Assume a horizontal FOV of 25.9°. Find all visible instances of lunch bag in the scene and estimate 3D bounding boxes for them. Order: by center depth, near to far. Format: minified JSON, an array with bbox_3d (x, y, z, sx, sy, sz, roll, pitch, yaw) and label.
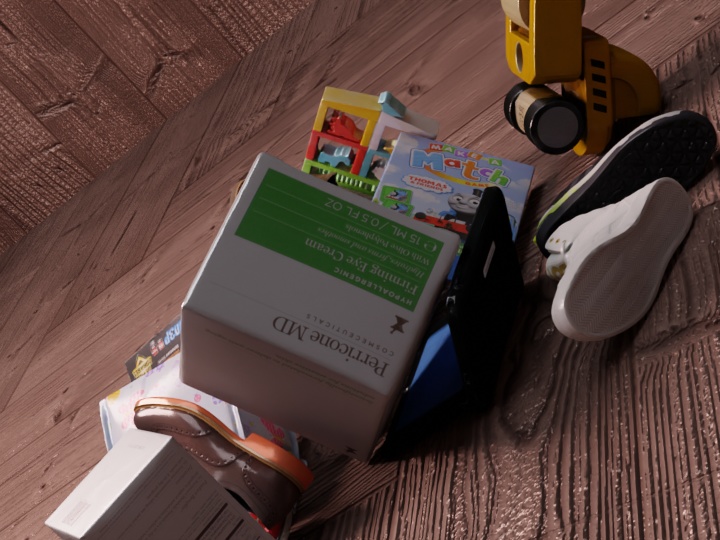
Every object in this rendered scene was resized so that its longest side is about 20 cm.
[{"bbox_3d":[-0.152,0.189,1.554,0.170,0.127,0.200,-33,52,21],"label":"lunch bag"}]

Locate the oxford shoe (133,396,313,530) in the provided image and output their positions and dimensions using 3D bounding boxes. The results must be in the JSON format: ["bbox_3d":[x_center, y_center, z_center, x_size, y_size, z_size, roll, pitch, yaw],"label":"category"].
[{"bbox_3d":[-0.141,0.173,1.428,0.200,0.071,0.073,19,66,33],"label":"oxford shoe"}]

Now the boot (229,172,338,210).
[{"bbox_3d":[-0.075,-0.070,1.612,0.075,0.074,0.200,-14,10,21],"label":"boot"}]

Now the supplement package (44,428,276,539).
[{"bbox_3d":[-0.141,0.239,1.293,0.110,0.200,0.114,-48,17,-19],"label":"supplement package"}]

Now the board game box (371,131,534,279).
[{"bbox_3d":[0.090,-0.063,1.606,0.200,0.151,0.037,-68,-8,-55],"label":"board game box"}]

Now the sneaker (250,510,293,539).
[{"bbox_3d":[-0.147,0.271,1.425,0.200,0.085,0.077,-41,18,5],"label":"sneaker"}]

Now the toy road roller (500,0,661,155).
[{"bbox_3d":[0.226,-0.218,1.607,0.146,0.200,0.123,-7,18,-7],"label":"toy road roller"}]

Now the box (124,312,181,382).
[{"bbox_3d":[-0.144,0.073,1.724,0.159,0.046,0.200,-5,-23,-41],"label":"box"}]

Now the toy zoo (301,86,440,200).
[{"bbox_3d":[0.010,-0.139,1.738,0.200,0.131,0.020,110,177,-60],"label":"toy zoo"}]

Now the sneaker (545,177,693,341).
[{"bbox_3d":[0.196,0.005,1.338,0.116,0.074,0.200,-25,15,49],"label":"sneaker"}]

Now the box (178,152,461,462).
[{"bbox_3d":[-0.042,0.037,1.407,0.200,0.199,0.171,105,-170,-67],"label":"box"}]

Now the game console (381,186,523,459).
[{"bbox_3d":[0.074,0.046,1.434,0.116,0.176,0.200,-4,34,19],"label":"game console"}]

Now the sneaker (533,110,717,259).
[{"bbox_3d":[0.235,-0.086,1.451,0.200,0.072,0.083,-37,17,17],"label":"sneaker"}]
